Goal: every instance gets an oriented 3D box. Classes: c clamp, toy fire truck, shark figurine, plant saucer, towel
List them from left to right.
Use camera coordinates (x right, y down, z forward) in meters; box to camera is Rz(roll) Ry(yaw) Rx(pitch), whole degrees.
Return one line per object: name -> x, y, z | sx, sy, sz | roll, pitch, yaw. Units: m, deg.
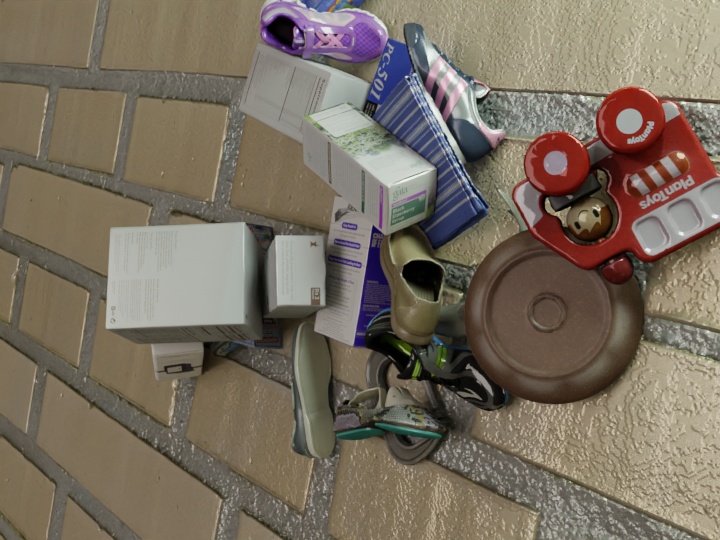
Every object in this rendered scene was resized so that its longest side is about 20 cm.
c clamp -> 0.069, 0.151, 1.145 | 0.171, 0.027, 0.201 | -33, 62, 39
towel -> 0.083, -0.135, 1.099 | 0.201, 0.024, 0.145 | 63, 153, 7
shark figurine -> 0.151, 0.022, 1.032 | 0.128, 0.089, 0.215 | 51, 120, 33
plant saucer -> 0.209, 0.047, 0.947 | 0.199, 0.037, 0.202 | -2, 83, 20
toy fire truck -> 0.269, -0.081, 0.889 | 0.199, 0.112, 0.168 | -31, 78, 17

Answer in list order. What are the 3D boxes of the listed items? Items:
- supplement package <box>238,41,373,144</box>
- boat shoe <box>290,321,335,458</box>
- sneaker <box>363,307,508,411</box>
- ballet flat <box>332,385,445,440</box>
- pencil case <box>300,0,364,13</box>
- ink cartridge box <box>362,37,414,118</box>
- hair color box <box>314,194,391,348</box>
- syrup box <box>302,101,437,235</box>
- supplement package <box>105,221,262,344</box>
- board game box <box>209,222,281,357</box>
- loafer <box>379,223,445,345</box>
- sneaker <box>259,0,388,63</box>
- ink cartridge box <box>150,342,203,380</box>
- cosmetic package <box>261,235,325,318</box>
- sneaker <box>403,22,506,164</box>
supplement package -> -0.075, -0.255, 1.283 | 0.200, 0.109, 0.114 | 34, 111, 43
boat shoe -> -0.084, 0.178, 1.270 | 0.062, 0.073, 0.201 | -12, 81, 41
sneaker -> 0.089, 0.120, 1.059 | 0.199, 0.083, 0.071 | 30, 129, 19
ballet flat -> 0.034, 0.185, 1.120 | 0.200, 0.072, 0.072 | -14, 75, 49
pencil case -> -0.023, -0.428, 1.268 | 0.200, 0.087, 0.078 | -44, 73, 35
ink cartridge box -> 0.048, -0.213, 1.198 | 0.094, 0.044, 0.201 | 33, 108, 42
hair color box -> 0.000, 0.000, 1.198 | 0.109, 0.065, 0.201 | 15, 99, 56
syrup box -> 0.008, -0.137, 1.122 | 0.200, 0.078, 0.082 | 44, 146, 38
supplement package -> -0.256, 0.024, 1.278 | 0.199, 0.151, 0.153 | -2, 76, 3
board game box -> -0.205, 0.058, 1.417 | 0.200, 0.062, 0.201 | -36, 60, 38
loafer -> 0.073, 0.003, 1.076 | 0.201, 0.076, 0.068 | -98, 29, -44
sneaker -> -0.060, -0.340, 1.236 | 0.199, 0.089, 0.081 | 13, 120, 6
ink cartridge box -> -0.316, 0.095, 1.452 | 0.200, 0.084, 0.146 | 123, 140, -68
cosmetic package -> -0.100, 0.013, 1.241 | 0.200, 0.074, 0.102 | 138, 131, -76
sneaker -> 0.119, -0.235, 1.095 | 0.082, 0.070, 0.201 | -23, 86, 8
